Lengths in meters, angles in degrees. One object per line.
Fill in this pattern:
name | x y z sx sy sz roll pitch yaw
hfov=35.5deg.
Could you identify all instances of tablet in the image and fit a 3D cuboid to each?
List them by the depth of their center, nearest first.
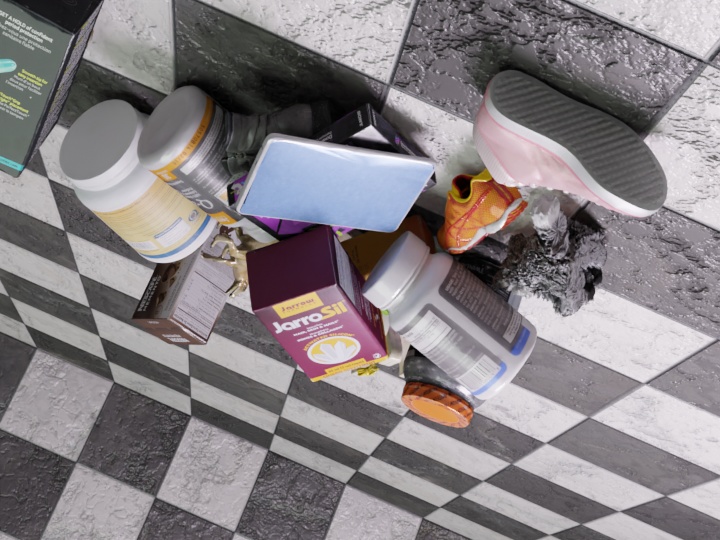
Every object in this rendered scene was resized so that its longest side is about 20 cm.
tablet | -0.027 -0.093 1.228 0.197 0.014 0.131 6 143 -23

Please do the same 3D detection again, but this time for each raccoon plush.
raccoon plush | 0.197 -0.037 1.279 0.133 0.097 0.202 19 146 39

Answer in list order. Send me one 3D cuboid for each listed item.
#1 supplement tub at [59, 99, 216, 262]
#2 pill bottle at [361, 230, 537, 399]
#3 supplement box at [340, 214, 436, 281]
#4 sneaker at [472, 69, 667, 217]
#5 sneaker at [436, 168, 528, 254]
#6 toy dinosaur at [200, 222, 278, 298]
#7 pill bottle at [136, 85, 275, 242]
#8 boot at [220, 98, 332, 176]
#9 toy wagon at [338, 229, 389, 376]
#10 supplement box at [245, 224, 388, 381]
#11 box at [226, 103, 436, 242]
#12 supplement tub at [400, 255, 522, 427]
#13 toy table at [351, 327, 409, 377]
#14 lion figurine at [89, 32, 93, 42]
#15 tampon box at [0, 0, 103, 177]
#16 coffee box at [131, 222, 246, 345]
supplement tub | -0.292 -0.117 1.496 0.143 0.147 0.200 10 156 32
pill bottle | 0.105 0.052 1.353 0.199 0.114 0.114 39 158 -7
supplement box | 0.000 0.000 1.449 0.197 0.067 0.069 -18 147 12
sneaker | 0.195 -0.108 1.086 0.198 0.076 0.105 32 155 -1
sneaker | 0.130 -0.073 1.286 0.078 0.073 0.200 51 159 1
toy dinosaur | -0.151 -0.030 1.513 0.100 0.059 0.200 28 147 -16
pill bottle | -0.167 -0.126 1.383 0.115 0.118 0.199 -1 148 49
boot | -0.093 -0.126 1.302 0.129 0.071 0.201 -7 146 -2
toy wagon | -0.010 0.046 1.559 0.039 0.203 0.154 -19 -178 -43
supplement box | -0.049 0.044 1.361 0.109 0.087 0.201 -17 146 12
box | -0.031 -0.096 1.265 0.198 0.037 0.142 -28 143 24
supplement tub | 0.130 0.094 1.479 0.121 0.203 0.123 20 161 8
toy table | 0.032 0.090 1.667 0.180 0.119 0.200 13 165 -3
lion figurine | -0.408 -0.278 1.328 0.198 0.073 0.124 25 127 15
tampon box | -0.384 -0.236 1.208 0.148 0.127 0.201 27 125 -11
coffee box | -0.244 0.003 1.662 0.079 0.203 0.112 36 157 -33
